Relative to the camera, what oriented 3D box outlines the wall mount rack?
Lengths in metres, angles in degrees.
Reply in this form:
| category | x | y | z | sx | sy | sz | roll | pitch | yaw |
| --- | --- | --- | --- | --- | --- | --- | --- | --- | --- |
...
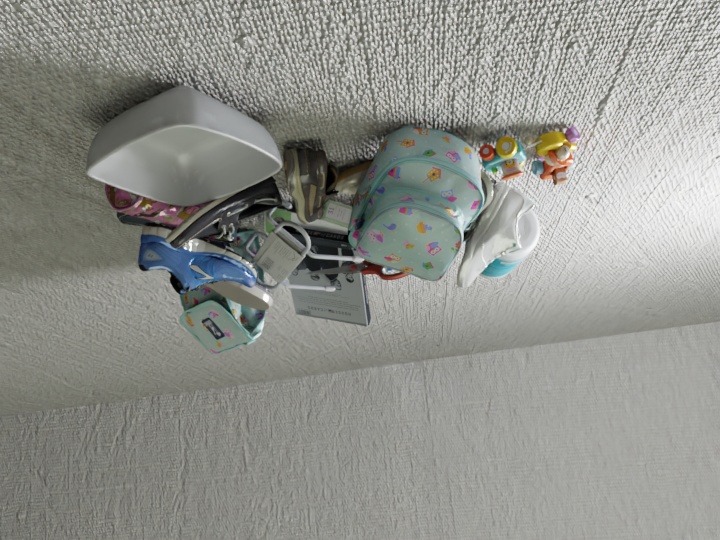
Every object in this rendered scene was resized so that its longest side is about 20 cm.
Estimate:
| category | x | y | z | sx | sy | sz | roll | pitch | yaw |
| --- | --- | --- | --- | --- | --- | --- | --- | --- | --- |
| wall mount rack | -0.100 | -0.024 | 1.332 | 0.173 | 0.075 | 0.200 | 39 | 143 | -5 |

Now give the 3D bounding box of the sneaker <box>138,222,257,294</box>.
| category | x | y | z | sx | sy | sz | roll | pitch | yaw |
| --- | --- | --- | --- | --- | --- | --- | --- | --- | --- |
| sneaker | -0.252 | -0.005 | 1.228 | 0.198 | 0.090 | 0.078 | 19 | -179 | -30 |

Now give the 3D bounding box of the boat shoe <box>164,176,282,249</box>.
| category | x | y | z | sx | sy | sz | roll | pitch | yaw |
| --- | --- | --- | --- | --- | --- | --- | --- | --- | --- |
| boat shoe | -0.188 | -0.077 | 1.140 | 0.200 | 0.063 | 0.072 | -40 | -167 | -36 |

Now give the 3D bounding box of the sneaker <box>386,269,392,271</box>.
| category | x | y | z | sx | sy | sz | roll | pitch | yaw |
| --- | --- | --- | --- | --- | --- | --- | --- | --- | --- |
| sneaker | 0.033 | -0.041 | 1.513 | 0.196 | 0.084 | 0.074 | -6 | 166 | 3 |

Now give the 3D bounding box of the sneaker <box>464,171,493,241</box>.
| category | x | y | z | sx | sy | sz | roll | pitch | yaw |
| --- | --- | --- | --- | --- | --- | --- | --- | --- | --- |
| sneaker | 0.140 | -0.097 | 1.349 | 0.105 | 0.076 | 0.201 | -14 | 157 | -19 |

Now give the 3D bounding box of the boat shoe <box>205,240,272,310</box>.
| category | x | y | z | sx | sy | sz | roll | pitch | yaw |
| --- | --- | --- | --- | --- | --- | --- | --- | --- | --- |
| boat shoe | -0.228 | -0.014 | 1.351 | 0.198 | 0.094 | 0.075 | 27 | 152 | -12 |

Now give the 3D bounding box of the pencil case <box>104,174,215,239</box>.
| category | x | y | z | sx | sy | sz | roll | pitch | yaw |
| --- | --- | --- | --- | --- | --- | --- | --- | --- | --- |
| pencil case | -0.275 | -0.103 | 1.162 | 0.087 | 0.083 | 0.199 | -46 | 149 | 17 |

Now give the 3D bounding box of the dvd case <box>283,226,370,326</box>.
| category | x | y | z | sx | sy | sz | roll | pitch | yaw |
| --- | --- | --- | --- | --- | --- | --- | --- | --- | --- |
| dvd case | -0.061 | 0.013 | 1.424 | 0.148 | 0.025 | 0.202 | 9 | 135 | 17 |

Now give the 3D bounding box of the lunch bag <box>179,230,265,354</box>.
| category | x | y | z | sx | sy | sz | roll | pitch | yaw |
| --- | --- | --- | --- | --- | --- | --- | --- | --- | --- |
| lunch bag | -0.253 | 0.047 | 1.465 | 0.121 | 0.203 | 0.169 | -4 | 168 | -40 |

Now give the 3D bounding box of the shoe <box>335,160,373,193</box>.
| category | x | y | z | sx | sy | sz | roll | pitch | yaw |
| --- | --- | --- | --- | --- | --- | --- | --- | --- | --- |
| shoe | 0.056 | -0.137 | 1.232 | 0.196 | 0.054 | 0.070 | -7 | 165 | 1 |

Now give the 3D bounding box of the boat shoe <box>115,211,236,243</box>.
| category | x | y | z | sx | sy | sz | roll | pitch | yaw |
| --- | --- | --- | --- | --- | --- | --- | --- | --- | --- |
| boat shoe | -0.293 | -0.076 | 1.284 | 0.197 | 0.063 | 0.075 | 4 | 165 | -32 |

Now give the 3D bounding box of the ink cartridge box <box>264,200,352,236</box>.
| category | x | y | z | sx | sy | sz | roll | pitch | yaw |
| --- | --- | --- | --- | --- | --- | --- | --- | --- | --- |
| ink cartridge box | -0.069 | -0.080 | 1.403 | 0.197 | 0.049 | 0.146 | 19 | 162 | -1 |

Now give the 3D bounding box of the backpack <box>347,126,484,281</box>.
| category | x | y | z | sx | sy | sz | roll | pitch | yaw |
| --- | --- | --- | --- | --- | --- | --- | --- | --- | --- |
| backpack | 0.083 | -0.095 | 1.142 | 0.173 | 0.154 | 0.201 | 19 | 128 | -10 |

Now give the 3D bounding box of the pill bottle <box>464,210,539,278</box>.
| category | x | y | z | sx | sy | sz | roll | pitch | yaw |
| --- | --- | --- | --- | --- | --- | --- | --- | --- | --- |
| pill bottle | 0.262 | -0.051 | 1.519 | 0.109 | 0.113 | 0.200 | -5 | 164 | -8 |

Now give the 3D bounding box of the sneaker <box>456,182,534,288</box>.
| category | x | y | z | sx | sy | sz | roll | pitch | yaw |
| --- | --- | --- | --- | --- | --- | --- | --- | --- | --- |
| sneaker | 0.232 | -0.045 | 1.381 | 0.087 | 0.202 | 0.075 | 25 | -155 | 2 |

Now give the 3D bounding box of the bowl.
| category | x | y | z | sx | sy | sz | roll | pitch | yaw |
| --- | --- | --- | --- | --- | --- | --- | --- | --- | --- |
| bowl | -0.220 | -0.158 | 1.000 | 0.198 | 0.076 | 0.199 | -15 | 163 | 31 |

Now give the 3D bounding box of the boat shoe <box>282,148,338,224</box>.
| category | x | y | z | sx | sy | sz | roll | pitch | yaw |
| --- | --- | --- | --- | --- | --- | --- | --- | --- | --- |
| boat shoe | -0.066 | -0.122 | 1.195 | 0.072 | 0.076 | 0.200 | -8 | 167 | 2 |

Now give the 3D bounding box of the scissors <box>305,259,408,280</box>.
| category | x | y | z | sx | sy | sz | roll | pitch | yaw |
| --- | --- | --- | --- | --- | --- | --- | --- | --- | --- |
| scissors | 0.000 | 0.000 | 1.262 | 0.197 | 0.074 | 0.014 | -18 | 142 | 16 |

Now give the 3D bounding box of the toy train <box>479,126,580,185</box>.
| category | x | y | z | sx | sy | sz | roll | pitch | yaw |
| --- | --- | --- | --- | --- | --- | --- | --- | --- | --- |
| toy train | 0.259 | -0.156 | 1.217 | 0.197 | 0.056 | 0.150 | -9 | 162 | -17 |
